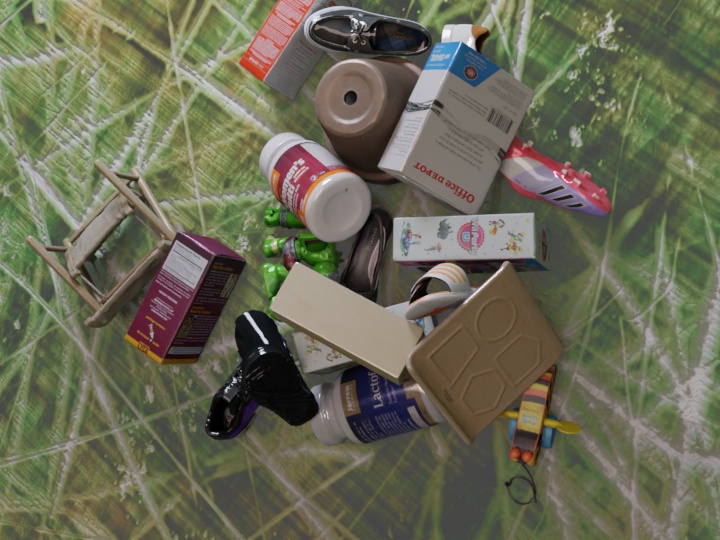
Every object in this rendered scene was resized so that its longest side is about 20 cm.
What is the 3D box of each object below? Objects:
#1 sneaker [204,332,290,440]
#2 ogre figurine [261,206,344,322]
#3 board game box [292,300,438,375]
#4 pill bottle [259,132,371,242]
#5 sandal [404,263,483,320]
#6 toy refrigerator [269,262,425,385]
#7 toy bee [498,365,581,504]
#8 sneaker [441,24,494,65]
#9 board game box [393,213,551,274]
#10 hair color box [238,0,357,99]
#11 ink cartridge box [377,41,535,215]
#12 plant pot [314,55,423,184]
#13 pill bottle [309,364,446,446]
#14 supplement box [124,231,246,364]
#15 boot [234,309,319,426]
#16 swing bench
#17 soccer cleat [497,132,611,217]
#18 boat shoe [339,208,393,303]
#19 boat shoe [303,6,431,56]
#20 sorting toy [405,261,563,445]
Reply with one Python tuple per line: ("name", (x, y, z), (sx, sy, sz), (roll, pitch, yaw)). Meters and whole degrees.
("sneaker", (-0.184, 0.188, 1.452), (0.069, 0.099, 0.201), (31, 97, 18))
("ogre figurine", (-0.092, -0.022, 1.430), (0.119, 0.099, 0.201), (-14, 38, 14))
("board game box", (0.015, 0.099, 1.340), (0.198, 0.148, 0.065), (-17, 81, 6))
("pill bottle", (-0.074, -0.132, 1.393), (0.110, 0.109, 0.200), (-56, 42, 9))
("sandal", (0.115, 0.023, 1.244), (0.079, 0.206, 0.060), (-26, 81, 30))
("toy refrigerator", (-0.016, 0.073, 1.241), (0.199, 0.070, 0.076), (27, 79, 12))
("toy bee", (0.245, 0.231, 1.286), (0.130, 0.109, 0.202), (-12, 82, 17))
("sneaker", (0.163, -0.271, 1.368), (0.084, 0.073, 0.202), (1, 88, 18))
("board game box", (0.162, -0.035, 1.305), (0.198, 0.147, 0.065), (-2, 82, 21))
("hair color box", (-0.096, -0.384, 1.453), (0.064, 0.111, 0.201), (39, 99, 20))
("ink cartridge box", (0.135, -0.199, 1.298), (0.201, 0.145, 0.084), (-63, 28, 0))
("plant pot", (0.013, -0.240, 1.370), (0.198, 0.174, 0.203), (-2, 85, 21))
("pill bottle", (0.028, 0.193, 1.364), (0.198, 0.116, 0.117), (-20, 80, 20))
("supplement box", (-0.284, 0.047, 1.494), (0.085, 0.110, 0.201), (30, 96, 20))
("boot", (-0.144, 0.120, 1.321), (0.076, 0.200, 0.168), (-35, 53, -3))
("swing bench", (-0.417, -0.043, 1.545), (0.199, 0.130, 0.200), (-43, 79, 12))
("soccer cleat", (0.271, -0.127, 1.330), (0.199, 0.067, 0.077), (36, 120, 17))
("boat shoe", (0.000, 0.000, 1.419), (0.066, 0.057, 0.202), (17, 92, 19))
("boat shoe", (0.014, -0.362, 1.392), (0.198, 0.057, 0.069), (3, 107, -9))
("sorting toy", (0.168, 0.112, 1.236), (0.200, 0.185, 0.036), (-44, 32, -9))
